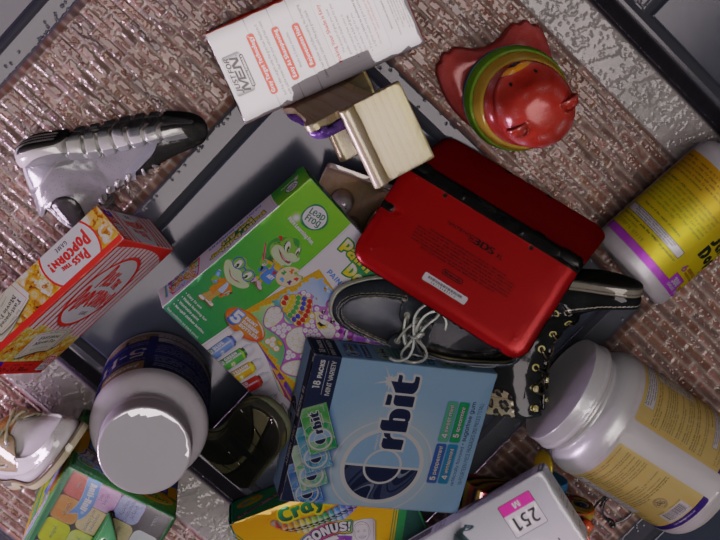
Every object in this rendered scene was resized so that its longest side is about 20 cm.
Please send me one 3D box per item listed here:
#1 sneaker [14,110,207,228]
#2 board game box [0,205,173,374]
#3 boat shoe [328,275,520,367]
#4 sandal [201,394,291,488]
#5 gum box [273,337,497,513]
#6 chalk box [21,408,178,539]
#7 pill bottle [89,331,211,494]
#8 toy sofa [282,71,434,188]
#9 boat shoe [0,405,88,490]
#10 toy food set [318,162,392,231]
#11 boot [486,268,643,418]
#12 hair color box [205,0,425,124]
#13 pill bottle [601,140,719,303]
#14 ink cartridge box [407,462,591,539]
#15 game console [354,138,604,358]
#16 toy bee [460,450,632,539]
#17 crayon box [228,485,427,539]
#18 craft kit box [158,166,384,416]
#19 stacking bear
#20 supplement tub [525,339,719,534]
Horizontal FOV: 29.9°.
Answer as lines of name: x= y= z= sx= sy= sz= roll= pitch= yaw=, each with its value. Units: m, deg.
sneaker: x=-0.245 y=-0.094 z=1.384 sx=0.199 sy=0.075 sz=0.116 roll=-8 pitch=110 yaw=7
board game box: x=-0.297 y=0.023 z=1.360 sx=0.200 sy=0.151 sz=0.046 roll=-42 pitch=80 yaw=7
boat shoe: x=0.067 y=0.058 z=1.355 sx=0.200 sy=0.062 sz=0.075 roll=16 pitch=112 yaw=-13
sandal: x=-0.114 y=0.174 z=1.416 sx=0.080 sy=0.201 sz=0.057 roll=46 pitch=54 yaw=-5
gum box: x=0.024 y=0.163 z=1.404 sx=0.200 sy=0.045 sz=0.170 roll=7 pitch=111 yaw=-18
chalk box: x=-0.270 y=0.254 z=1.398 sx=0.124 sy=0.200 sz=0.125 roll=29 pitch=100 yaw=-12
pill bottle: x=-0.213 y=0.146 z=1.375 sx=0.119 sy=0.200 sz=0.120 roll=-1 pitch=104 yaw=-5
toy sofa: x=-0.006 y=-0.136 z=1.323 sx=0.097 sy=0.200 sz=0.083 roll=-28 pitch=106 yaw=-4
boat shoe: x=-0.346 y=0.179 z=1.386 sx=0.068 sy=0.200 sz=0.075 roll=42 pitch=54 yaw=-15
toy food set: x=0.000 y=0.000 z=1.426 sx=0.143 sy=0.060 sz=0.200 roll=19 pitch=106 yaw=-9
boot: x=0.200 y=0.077 z=1.420 sx=0.203 sy=0.073 sz=0.154 roll=1 pitch=98 yaw=29
hair color box: x=-0.047 y=-0.236 z=1.364 sx=0.200 sy=0.061 sz=0.102 roll=-23 pitch=105 yaw=0
pill bottle: x=0.355 y=-0.065 z=1.422 sx=0.200 sy=0.104 sz=0.104 roll=-42 pitch=104 yaw=6
ink cartridge box: x=0.157 y=0.329 z=1.444 sx=0.200 sy=0.044 sz=0.174 roll=-33 pitch=90 yaw=13
game console: x=0.122 y=-0.027 z=1.359 sx=0.200 sy=0.119 sz=0.173 roll=32 pitch=88 yaw=11
toy bee: x=0.215 y=0.262 z=1.493 sx=0.200 sy=0.109 sz=0.131 roll=-14 pitch=103 yaw=-1
crayon box: x=-0.033 y=0.284 z=1.500 sx=0.200 sy=0.058 sz=0.119 roll=-21 pitch=106 yaw=0
craft kit box: x=-0.066 y=0.031 z=1.372 sx=0.197 sy=0.049 sz=0.200 roll=-42 pitch=116 yaw=2
stacking bear: x=0.157 y=-0.170 z=1.327 sx=0.121 sy=0.200 sz=0.114 roll=-22 pitch=105 yaw=1
supplement tub: x=0.295 y=0.178 z=1.458 sx=0.200 sy=0.145 sz=0.146 roll=33 pitch=99 yaw=-12
